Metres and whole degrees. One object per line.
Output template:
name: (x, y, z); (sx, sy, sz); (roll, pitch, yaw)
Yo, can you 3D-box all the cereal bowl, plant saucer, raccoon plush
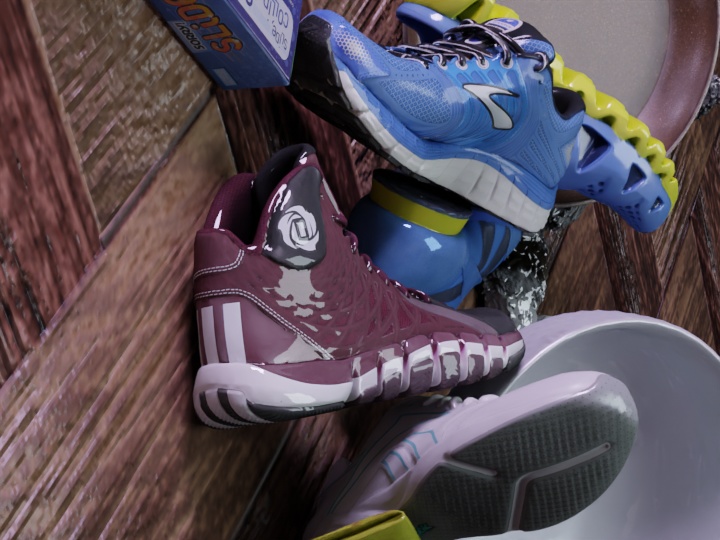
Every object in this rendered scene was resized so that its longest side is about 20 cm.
cereal bowl: (0.103, 0.115, 1.095); (0.199, 0.083, 0.202); (-7, 104, -29)
plant saucer: (0.108, -0.137, 1.207); (0.199, 0.032, 0.202); (-4, 100, -24)
raccoon plush: (0.147, -0.056, 1.293); (0.097, 0.133, 0.202); (21, 67, -67)

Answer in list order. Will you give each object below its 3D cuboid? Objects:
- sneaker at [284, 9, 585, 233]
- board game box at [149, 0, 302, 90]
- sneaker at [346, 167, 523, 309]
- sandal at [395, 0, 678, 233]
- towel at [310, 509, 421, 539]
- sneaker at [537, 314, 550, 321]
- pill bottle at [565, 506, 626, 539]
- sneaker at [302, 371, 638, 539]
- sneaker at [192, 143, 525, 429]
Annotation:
sneaker: (0.039, -0.089, 1.037); (0.199, 0.078, 0.090); (21, 100, -50)
board game box: (-0.072, -0.182, 0.894); (0.200, 0.034, 0.136); (51, 42, -56)
sneaker: (0.032, -0.007, 1.116); (0.079, 0.066, 0.200); (-68, 166, 9)
sandal: (0.082, -0.076, 1.150); (0.199, 0.079, 0.087); (35, 87, -20)
towel: (0.012, 0.177, 0.998); (0.201, 0.085, 0.018); (62, 7, -45)
sneaker: (0.166, 0.124, 1.306); (0.077, 0.145, 0.204); (-9, 94, -66)
pill bottle: (0.111, 0.209, 1.196); (0.112, 0.111, 0.202); (27, 63, -65)
sneaker: (0.040, 0.083, 0.964); (0.070, 0.200, 0.081); (33, 43, -27)
sneaker: (0.000, 0.000, 0.963); (0.199, 0.075, 0.117); (-8, 87, -52)
